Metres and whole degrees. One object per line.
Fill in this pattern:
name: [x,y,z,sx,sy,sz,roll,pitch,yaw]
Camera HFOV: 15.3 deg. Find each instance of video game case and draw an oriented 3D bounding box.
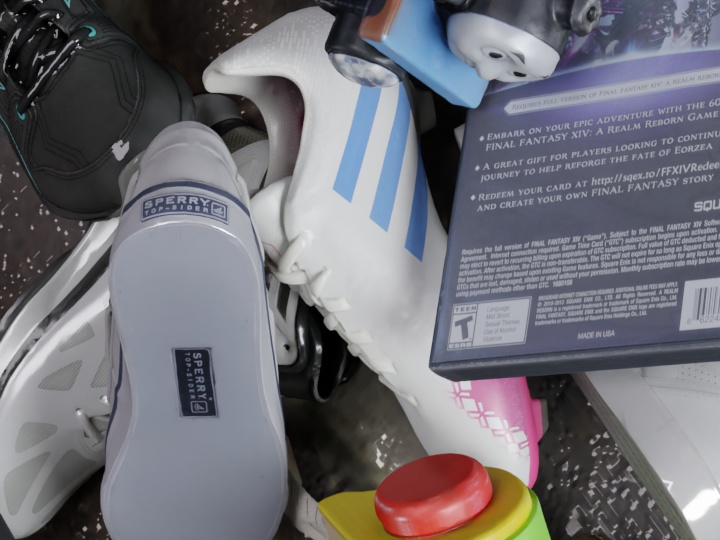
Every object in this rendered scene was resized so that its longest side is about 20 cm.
video game case: [0.097,-0.063,0.924,0.142,0.019,0.201,-6,65,39]

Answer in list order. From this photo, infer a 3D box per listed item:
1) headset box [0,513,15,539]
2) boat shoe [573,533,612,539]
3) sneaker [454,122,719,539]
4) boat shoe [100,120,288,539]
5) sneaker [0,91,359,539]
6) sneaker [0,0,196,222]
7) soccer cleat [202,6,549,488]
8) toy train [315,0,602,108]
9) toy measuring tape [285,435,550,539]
headset box: [-0.232,0.170,1.029,0.093,0.174,0.200,56,132,22]
boat shoe: [0.148,0.154,0.929,0.075,0.075,0.202,-36,56,-16]
sneaker: [0.121,-0.001,0.965,0.115,0.074,0.200,-31,56,-1]
boat shoe: [-0.058,0.033,0.986,0.073,0.201,0.066,5,44,-4]
sneaker: [-0.075,0.039,1.052,0.115,0.076,0.201,36,98,30]
sneaker: [-0.133,-0.085,1.061,0.075,0.079,0.200,-48,39,2]
soccer cleat: [0.000,0.000,0.995,0.070,0.086,0.201,-37,72,62]
toy train: [0.054,-0.153,0.935,0.114,0.087,0.201,16,81,38]
toy measuring tape: [0.021,0.091,0.974,0.074,0.073,0.200,-65,23,5]
